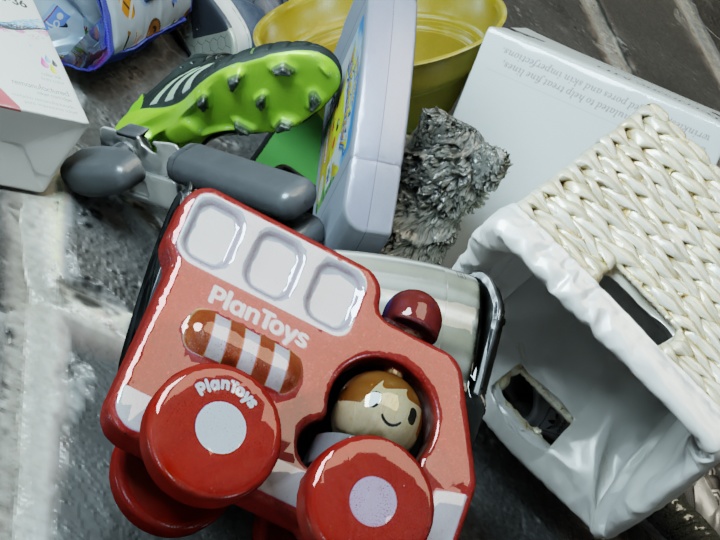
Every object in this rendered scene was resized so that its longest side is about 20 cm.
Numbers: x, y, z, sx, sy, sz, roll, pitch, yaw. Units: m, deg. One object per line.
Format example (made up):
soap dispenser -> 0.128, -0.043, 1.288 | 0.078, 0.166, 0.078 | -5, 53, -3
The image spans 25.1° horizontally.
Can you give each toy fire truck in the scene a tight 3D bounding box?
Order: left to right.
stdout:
toy fire truck -> -0.028, 0.066, 0.824 | 0.199, 0.112, 0.169 | 25, 66, -9

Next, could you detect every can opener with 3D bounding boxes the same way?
can opener -> -0.113, -0.046, 1.031 | 0.199, 0.054, 0.067 | 19, 42, 41

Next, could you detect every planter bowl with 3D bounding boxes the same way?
planter bowl -> 0.018, -0.159, 1.274 | 0.198, 0.084, 0.201 | -5, 29, 3

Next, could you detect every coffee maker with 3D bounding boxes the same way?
coffee maker -> -0.037, 0.068, 0.924 | 0.198, 0.135, 0.194 | 14, 73, -10

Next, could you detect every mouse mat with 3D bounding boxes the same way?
mouse mat -> -0.012, -0.059, 1.292 | 0.160, 0.008, 0.200 | 37, 27, -6

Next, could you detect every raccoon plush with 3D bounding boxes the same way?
raccoon plush -> 0.039, -0.010, 1.081 | 0.096, 0.134, 0.202 | 18, 56, -25

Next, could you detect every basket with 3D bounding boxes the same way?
basket -> 0.169, 0.032, 1.038 | 0.198, 0.200, 0.161 | 46, 65, 8

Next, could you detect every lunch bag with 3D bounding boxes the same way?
lunch bag -> -0.220, -0.249, 1.205 | 0.200, 0.124, 0.170 | 50, 27, -5

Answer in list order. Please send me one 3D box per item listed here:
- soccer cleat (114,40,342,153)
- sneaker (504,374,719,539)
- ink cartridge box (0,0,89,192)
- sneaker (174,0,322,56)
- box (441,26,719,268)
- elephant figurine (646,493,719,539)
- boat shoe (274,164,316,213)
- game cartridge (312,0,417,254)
soccer cleat -> -0.092, -0.122, 1.090 | 0.068, 0.199, 0.082 | 45, 44, -32
sneaker -> 0.176, 0.131, 1.175 | 0.114, 0.075, 0.200 | 8, 36, -43
ink cartridge box -> -0.269, -0.151, 1.054 | 0.116, 0.068, 0.201 | 9, 40, -44
sneaker -> -0.106, -0.249, 1.363 | 0.145, 0.077, 0.203 | -14, 67, -43
box -> 0.161, -0.057, 1.227 | 0.198, 0.201, 0.131 | 25, 15, 13
elephant figurine -> 0.230, 0.241, 1.038 | 0.200, 0.142, 0.155 | 39, -6, 9
boat shoe -> 0.000, 0.000, 1.167 | 0.199, 0.057, 0.067 | 36, 28, -6
game cartridge -> 0.002, -0.095, 1.033 | 0.040, 0.133, 0.202 | 12, 64, -13
